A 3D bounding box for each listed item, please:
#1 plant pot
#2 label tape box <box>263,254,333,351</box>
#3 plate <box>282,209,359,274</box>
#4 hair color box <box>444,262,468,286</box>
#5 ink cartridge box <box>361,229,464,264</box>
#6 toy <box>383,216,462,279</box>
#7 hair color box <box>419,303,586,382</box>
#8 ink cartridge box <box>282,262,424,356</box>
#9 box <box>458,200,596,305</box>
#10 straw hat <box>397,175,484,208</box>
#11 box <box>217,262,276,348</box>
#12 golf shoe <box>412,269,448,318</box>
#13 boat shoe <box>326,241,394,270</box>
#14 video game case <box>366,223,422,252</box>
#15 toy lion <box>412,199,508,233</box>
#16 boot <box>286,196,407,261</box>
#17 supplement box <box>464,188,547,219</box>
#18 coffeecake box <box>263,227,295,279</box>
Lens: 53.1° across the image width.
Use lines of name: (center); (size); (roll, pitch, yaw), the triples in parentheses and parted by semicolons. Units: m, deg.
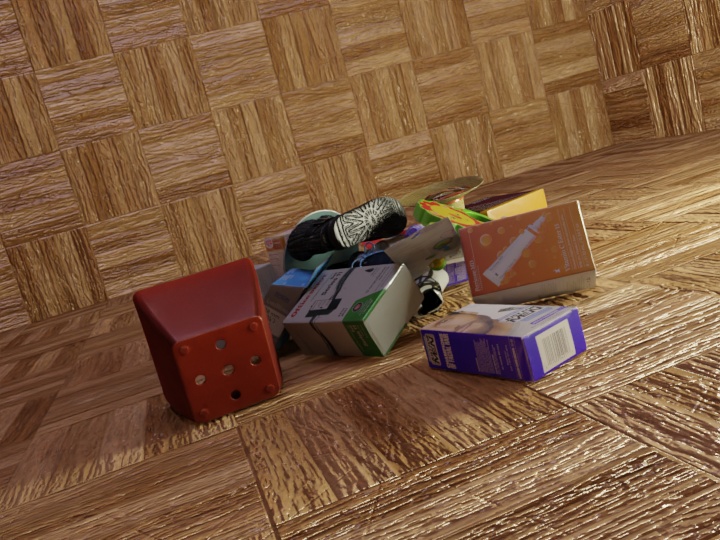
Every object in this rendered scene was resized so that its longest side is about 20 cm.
plant pot: (-0.222, 0.122, 1.118); (0.198, 0.202, 0.176); (-18, 22, -16)
label tape box: (-0.136, 0.052, 1.355); (0.063, 0.201, 0.144); (29, 15, 3)
plate: (-0.084, -0.026, 1.487); (0.199, 0.202, 0.025); (-22, 23, -37)
hair color box: (0.136, -0.006, 1.495); (0.198, 0.065, 0.109); (-13, 24, -16)
ink cartridge box: (0.102, -0.062, 1.452); (0.160, 0.050, 0.200); (-11, 28, -23)
toy: (0.108, -0.047, 1.223); (0.115, 0.047, 0.200); (-28, -24, 8)
hair color box: (0.185, 0.091, 0.962); (0.109, 0.065, 0.199); (-22, 9, -32)
ink cartridge box: (-0.015, 0.068, 1.226); (0.199, 0.083, 0.147); (-6, 36, 43)
box: (0.275, -0.021, 1.195); (0.198, 0.125, 0.097); (-14, -22, 13)
straw hat: (0.179, -0.129, 1.522); (0.199, 0.086, 0.201); (-17, 15, 5)
box: (-0.261, 0.088, 1.455); (0.106, 0.154, 0.199); (-6, 12, 42)
golf shoe: (0.125, 0.049, 1.344); (0.094, 0.078, 0.199); (14, 27, 35)
boat shoe: (0.000, 0.000, 1.331); (0.199, 0.069, 0.084); (-25, 21, 45)
video game case: (0.054, -0.017, 1.624); (0.181, 0.023, 0.200); (-23, -24, -38)
toy lion: (0.200, -0.088, 1.376); (0.191, 0.069, 0.200); (25, 19, 18)
boot: (-0.027, -0.082, 1.406); (0.210, 0.080, 0.157); (-16, 1, -40)
supplement box: (0.292, -0.087, 1.633); (0.196, 0.134, 0.199); (-22, 11, -35)
coffeecake box: (-0.104, 0.003, 1.548); (0.153, 0.202, 0.073); (-22, 11, -37)
